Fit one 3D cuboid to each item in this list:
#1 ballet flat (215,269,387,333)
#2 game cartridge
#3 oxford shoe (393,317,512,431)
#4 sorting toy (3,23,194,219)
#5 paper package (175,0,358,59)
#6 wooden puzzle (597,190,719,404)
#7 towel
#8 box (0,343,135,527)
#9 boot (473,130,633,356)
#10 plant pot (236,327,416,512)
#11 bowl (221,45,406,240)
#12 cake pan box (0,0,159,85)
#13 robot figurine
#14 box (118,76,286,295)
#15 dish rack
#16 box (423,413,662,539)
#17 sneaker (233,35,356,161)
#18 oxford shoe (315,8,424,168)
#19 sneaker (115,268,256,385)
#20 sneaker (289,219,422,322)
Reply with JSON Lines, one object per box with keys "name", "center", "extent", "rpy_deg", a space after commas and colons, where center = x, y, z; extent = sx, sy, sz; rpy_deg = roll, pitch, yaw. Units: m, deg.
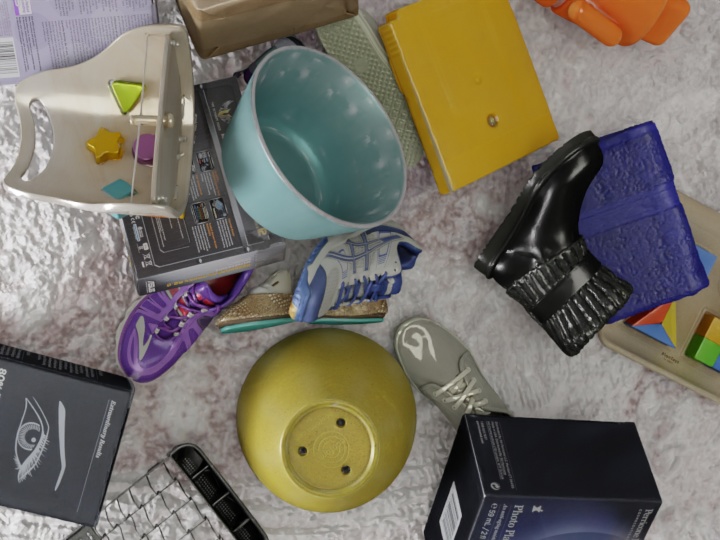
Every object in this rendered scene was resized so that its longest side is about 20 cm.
{"name": "ballet flat", "center": [-0.065, 0.029, 1.495], "extent": [0.199, 0.070, 0.066], "rpy_deg": [-3, 84, -29]}
{"name": "game cartridge", "center": [0.118, -0.205, 1.510], "extent": [0.176, 0.032, 0.201], "rpy_deg": [-26, 98, -34]}
{"name": "oxford shoe", "center": [0.111, 0.134, 1.542], "extent": [0.075, 0.058, 0.200], "rpy_deg": [-37, 99, -5]}
{"name": "sorting toy", "center": [-0.259, -0.131, 1.371], "extent": [0.179, 0.107, 0.201], "rpy_deg": [1, 69, 2]}
{"name": "paper package", "center": [-0.111, -0.343, 1.413], "extent": [0.189, 0.104, 0.201], "rpy_deg": [-18, 73, -11]}
{"name": "wooden puzzle", "center": [0.395, 0.032, 1.610], "extent": [0.184, 0.046, 0.201], "rpy_deg": [26, 88, -12]}
{"name": "towel", "center": [0.292, -0.051, 1.560], "extent": [0.147, 0.050, 0.201], "rpy_deg": [-19, 90, 15]}
{"name": "box", "center": [-0.346, 0.161, 1.425], "extent": [0.199, 0.104, 0.149], "rpy_deg": [17, 90, -13]}
{"name": "boot", "center": [0.237, -0.028, 1.505], "extent": [0.158, 0.079, 0.212], "rpy_deg": [41, 118, 16]}
{"name": "plant pot", "center": [-0.035, 0.171, 1.459], "extent": [0.198, 0.142, 0.202], "rpy_deg": [0, 97, -2]}
{"name": "bowl", "center": [-0.060, -0.111, 1.389], "extent": [0.200, 0.105, 0.202], "rpy_deg": [25, 50, -33]}
{"name": "cake pan box", "center": [-0.296, -0.284, 1.391], "extent": [0.183, 0.052, 0.201], "rpy_deg": [-5, 115, 1]}
{"name": "robot figurine", "center": [0.263, -0.320, 1.522], "extent": [0.199, 0.117, 0.145], "rpy_deg": [23, 89, -13]}
{"name": "box", "center": [-0.178, -0.089, 1.437], "extent": [0.157, 0.048, 0.201], "rpy_deg": [-14, 72, -12]}
{"name": "dish rack", "center": [-0.216, 0.294, 1.489], "extent": [0.200, 0.055, 0.154], "rpy_deg": [-38, 100, -7]}
{"name": "box", "center": [0.191, 0.266, 1.497], "extent": [0.197, 0.124, 0.201], "rpy_deg": [3, 130, -13]}
{"name": "sneaker", "center": [-0.053, -0.150, 1.497], "extent": [0.087, 0.074, 0.201], "rpy_deg": [-32, 90, 5]}
{"name": "oxford shoe", "center": [0.016, -0.204, 1.506], "extent": [0.075, 0.058, 0.201], "rpy_deg": [-24, 107, 18]}
{"name": "sneaker", "center": [-0.183, 0.034, 1.464], "extent": [0.081, 0.083, 0.200], "rpy_deg": [41, 85, -12]}
{"name": "sneaker", "center": [0.000, 0.000, 1.449], "extent": [0.088, 0.200, 0.076], "rpy_deg": [31, 131, 10]}
